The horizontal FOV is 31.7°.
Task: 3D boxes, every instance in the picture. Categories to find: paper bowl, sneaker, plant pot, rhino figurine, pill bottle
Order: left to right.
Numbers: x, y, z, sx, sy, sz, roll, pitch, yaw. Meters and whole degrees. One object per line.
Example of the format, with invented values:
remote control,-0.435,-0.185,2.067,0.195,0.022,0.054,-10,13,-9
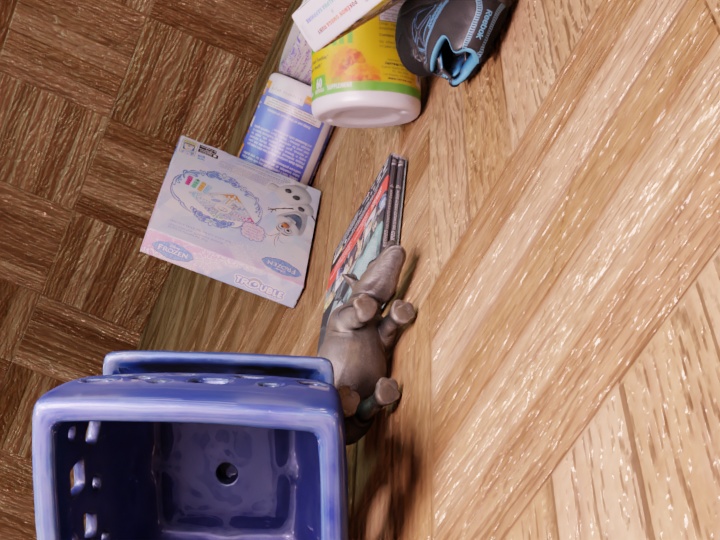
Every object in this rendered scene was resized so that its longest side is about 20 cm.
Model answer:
plant pot,-0.104,0.159,0.876,0.180,0.197,0.203,-85,-5,-78
pill bottle,-0.112,-0.164,1.777,0.112,0.111,0.202,-142,75,-78
paper bowl,-0.030,-0.349,1.761,0.201,0.103,0.203,-158,90,-78
rhino figurine,0.001,0.052,1.018,0.088,0.059,0.201,-49,21,50
pill bottle,0.005,-0.253,1.273,0.111,0.110,0.203,158,112,-74
sneaker,0.070,-0.204,1.132,0.200,0.072,0.083,150,138,-74

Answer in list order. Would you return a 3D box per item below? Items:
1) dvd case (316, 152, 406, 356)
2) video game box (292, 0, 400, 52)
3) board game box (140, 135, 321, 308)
dvd case,0.000,0.000,1.207,0.201,0.022,0.147,-81,17,-51
video game box,0.058,-0.273,1.080,0.199,0.047,0.182,-35,5,-25
board game box,-0.156,-0.063,1.578,0.200,0.198,0.044,-82,17,-52
